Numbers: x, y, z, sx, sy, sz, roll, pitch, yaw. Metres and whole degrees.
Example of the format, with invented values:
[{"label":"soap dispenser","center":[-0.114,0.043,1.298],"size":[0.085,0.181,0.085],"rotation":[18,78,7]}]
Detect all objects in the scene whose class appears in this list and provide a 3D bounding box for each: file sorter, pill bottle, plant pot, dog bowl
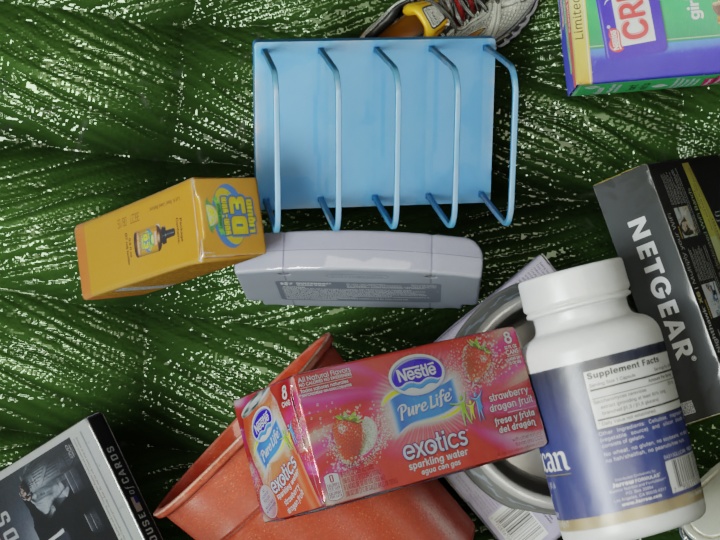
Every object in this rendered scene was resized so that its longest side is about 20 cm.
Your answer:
[{"label":"file sorter","center":[0.020,-0.105,1.269],"size":[0.199,0.123,0.140],"rotation":[-2,108,-9]},{"label":"pill bottle","center":[0.181,0.097,1.197],"size":[0.110,0.111,0.201],"rotation":[-14,85,1]},{"label":"plant pot","center":[-0.026,0.188,1.273],"size":[0.195,0.201,0.201],"rotation":[44,88,-2]},{"label":"dog bowl","center":[0.162,0.102,1.282],"size":[0.199,0.059,0.202],"rotation":[0,86,1]}]

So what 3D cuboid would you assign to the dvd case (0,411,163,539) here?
[{"label":"dvd case","center":[-0.247,0.222,1.302],"size":[0.200,0.025,0.151],"rotation":[-31,83,33]}]

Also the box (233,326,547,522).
[{"label":"box","center":[0.022,0.110,1.162],"size":[0.199,0.100,0.096],"rotation":[-10,81,-32]}]

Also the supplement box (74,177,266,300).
[{"label":"supplement box","center":[-0.156,-0.024,1.287],"size":[0.068,0.200,0.067],"rotation":[-3,83,-35]}]

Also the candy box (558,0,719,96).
[{"label":"candy box","center":[0.267,-0.240,1.346],"size":[0.199,0.077,0.170],"rotation":[-5,85,3]}]

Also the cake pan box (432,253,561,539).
[{"label":"cake pan box","center":[0.144,0.118,1.335],"size":[0.184,0.052,0.200],"rotation":[-41,85,0]}]

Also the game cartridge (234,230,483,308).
[{"label":"game cartridge","center":[0.000,0.000,1.308],"size":[0.198,0.133,0.041],"rotation":[1,79,2]}]

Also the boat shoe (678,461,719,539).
[{"label":"boat shoe","center":[0.344,0.163,1.314],"size":[0.200,0.062,0.075],"rotation":[-41,69,-10]}]

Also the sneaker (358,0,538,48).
[{"label":"sneaker","center":[0.074,-0.208,1.349],"size":[0.200,0.082,0.078],"rotation":[-37,85,-2]}]

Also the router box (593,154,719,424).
[{"label":"router box","center":[0.272,0.011,1.284],"size":[0.052,0.157,0.201],"rotation":[-23,83,33]}]
